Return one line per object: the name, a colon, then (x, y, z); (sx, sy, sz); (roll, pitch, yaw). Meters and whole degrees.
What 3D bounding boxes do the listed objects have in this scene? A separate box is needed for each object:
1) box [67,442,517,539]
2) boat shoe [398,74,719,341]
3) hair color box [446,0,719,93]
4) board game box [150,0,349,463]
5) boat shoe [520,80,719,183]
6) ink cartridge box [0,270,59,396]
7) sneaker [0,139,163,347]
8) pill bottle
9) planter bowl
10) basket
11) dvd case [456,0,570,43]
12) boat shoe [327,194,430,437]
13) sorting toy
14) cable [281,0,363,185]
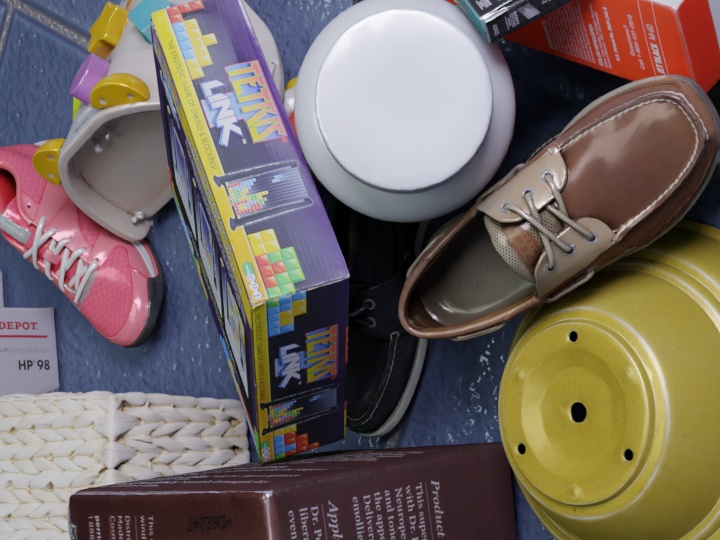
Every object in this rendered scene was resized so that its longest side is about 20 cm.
box: (-0.030, 0.190, 0.910); (0.163, 0.199, 0.168); (-9, 86, 42)
boat shoe: (0.094, -0.020, 0.812); (0.076, 0.072, 0.200); (50, 126, 3)
hair color box: (0.119, -0.168, 0.850); (0.199, 0.064, 0.111); (25, 61, 41)
board game box: (-0.061, -0.023, 0.916); (0.166, 0.056, 0.202); (94, 158, -56)
boat shoe: (0.156, -0.070, 0.843); (0.199, 0.066, 0.073); (-14, 75, 39)
ink cartridge box: (-0.285, 0.089, 1.214); (0.066, 0.115, 0.203); (-12, 80, 41)
sneaker: (-0.215, -0.017, 1.173); (0.200, 0.086, 0.074); (50, 121, 32)
pill bottle: (0.023, -0.081, 0.852); (0.111, 0.200, 0.114); (0, 91, 2)
planter bowl: (0.132, 0.072, 0.850); (0.199, 0.083, 0.203); (-3, 86, 42)
basket: (-0.175, 0.146, 1.101); (0.198, 0.135, 0.125); (-4, 81, 43)
dvd case: (0.119, -0.202, 0.816); (0.198, 0.022, 0.147); (-30, 46, -1)
boat shoe: (0.002, 0.000, 0.985); (0.074, 0.066, 0.202); (19, 101, 42)
sorting toy: (-0.135, -0.148, 1.096); (0.200, 0.106, 0.182); (-35, 42, 50)
cable: (-0.016, -0.135, 1.004); (0.097, 0.050, 0.202); (-96, 27, -63)
